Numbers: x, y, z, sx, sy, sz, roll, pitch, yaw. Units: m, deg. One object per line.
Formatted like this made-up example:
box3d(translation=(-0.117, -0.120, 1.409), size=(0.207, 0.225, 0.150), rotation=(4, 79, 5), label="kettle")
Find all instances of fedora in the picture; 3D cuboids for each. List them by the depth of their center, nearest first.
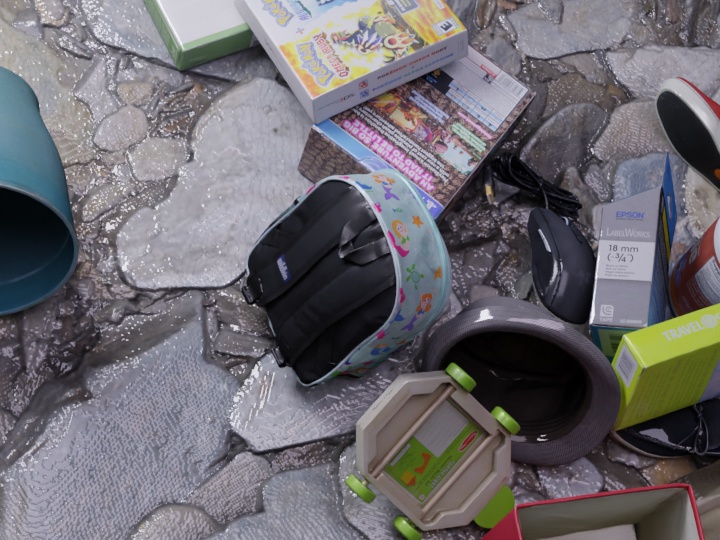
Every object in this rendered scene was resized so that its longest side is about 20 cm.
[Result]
box3d(translation=(0.158, 0.095, 1.596), size=(0.199, 0.178, 0.091), rotation=(19, 34, -4), label="fedora")

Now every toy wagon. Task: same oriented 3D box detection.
box3d(translation=(0.085, 0.191, 1.554), size=(0.155, 0.040, 0.200), rotation=(-47, 113, -2), label="toy wagon")

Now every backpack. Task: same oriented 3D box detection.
box3d(translation=(0.000, 0.000, 1.563), size=(0.150, 0.200, 0.178), rotation=(-11, 67, -38), label="backpack")

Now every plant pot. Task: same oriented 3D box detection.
box3d(translation=(-0.373, -0.088, 1.532), size=(0.198, 0.201, 0.189), rotation=(-1, 52, -13), label="plant pot")

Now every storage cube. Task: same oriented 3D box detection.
box3d(translation=(0.215, 0.311, 1.483), size=(0.198, 0.180, 0.172), rotation=(-4, 68, -15), label="storage cube")

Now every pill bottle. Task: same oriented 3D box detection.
box3d(translation=(0.402, -0.009, 1.652), size=(0.111, 0.200, 0.113), rotation=(5, 65, -11), label="pill bottle")

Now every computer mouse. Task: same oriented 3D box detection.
box3d(translation=(0.188, -0.045, 1.649), size=(0.140, 0.046, 0.201), rotation=(29, 39, -23), label="computer mouse")

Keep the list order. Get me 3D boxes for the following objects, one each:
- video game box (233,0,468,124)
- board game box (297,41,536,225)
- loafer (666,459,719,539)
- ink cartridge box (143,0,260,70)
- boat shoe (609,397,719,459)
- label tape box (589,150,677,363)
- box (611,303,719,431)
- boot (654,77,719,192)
box3d(translation=(-0.014, -0.265, 1.669), size=(0.181, 0.047, 0.200), rotation=(-27, 58, -11), label="video game box")
box3d(translation=(0.059, -0.147, 1.694), size=(0.159, 0.097, 0.200), rotation=(38, 64, 6), label="board game box")
box3d(translation=(0.384, 0.220, 1.596), size=(0.199, 0.069, 0.076), rotation=(-23, 26, 11), label="loafer")
box3d(translation=(-0.173, -0.331, 1.751), size=(0.145, 0.048, 0.201), rotation=(-22, 73, -20), label="ink cartridge box")
box3d(translation=(0.348, 0.159, 1.644), size=(0.198, 0.062, 0.075), rotation=(12, 66, -5), label="boat shoe")
box3d(translation=(0.282, -0.002, 1.650), size=(0.063, 0.144, 0.201), rotation=(3, 64, 16), label="label tape box")
box3d(translation=(0.340, 0.084, 1.584), size=(0.199, 0.122, 0.048), rotation=(-16, 57, -19), label="box")
box3d(translation=(0.433, -0.162, 1.801), size=(0.200, 0.072, 0.144), rotation=(47, 65, 1), label="boot")
